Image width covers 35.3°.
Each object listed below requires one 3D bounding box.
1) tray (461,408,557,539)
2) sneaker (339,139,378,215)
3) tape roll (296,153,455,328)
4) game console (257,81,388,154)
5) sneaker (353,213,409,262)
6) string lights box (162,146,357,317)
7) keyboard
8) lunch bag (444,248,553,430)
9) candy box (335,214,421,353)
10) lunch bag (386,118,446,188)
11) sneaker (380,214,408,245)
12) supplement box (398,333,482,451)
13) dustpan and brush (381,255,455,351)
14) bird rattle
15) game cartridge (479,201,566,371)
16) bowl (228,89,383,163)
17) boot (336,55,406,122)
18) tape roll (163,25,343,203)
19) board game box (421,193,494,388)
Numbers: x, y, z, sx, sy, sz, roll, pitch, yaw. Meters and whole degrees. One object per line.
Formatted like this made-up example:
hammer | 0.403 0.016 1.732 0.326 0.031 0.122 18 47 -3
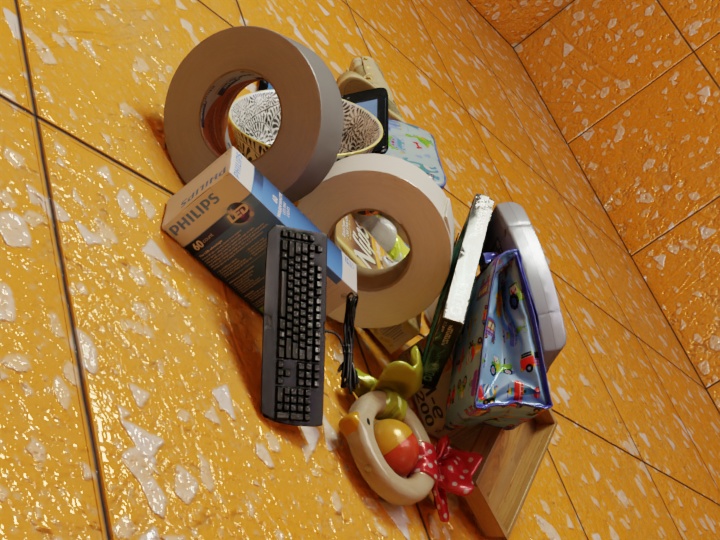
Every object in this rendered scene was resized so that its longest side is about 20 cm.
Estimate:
tray | 0.184 0.226 1.413 0.099 0.037 0.200 60 41 -26
sneaker | -0.017 -0.149 1.551 0.078 0.075 0.201 7 45 -56
tape roll | 0.014 -0.035 1.358 0.203 0.202 0.071 50 20 -12
game console | -0.052 -0.248 1.674 0.201 0.169 0.119 -88 164 -54
sneaker | 0.032 -0.023 1.598 0.200 0.076 0.105 47 3 -17
string lights box | -0.105 -0.025 1.216 0.200 0.102 0.059 44 23 -26
keyboard | -0.046 0.059 1.163 0.126 0.021 0.202 11 75 -39
lunch bag | 0.152 0.076 1.326 0.151 0.093 0.202 119 -29 -71
candy box | 0.000 0.000 1.481 0.200 0.055 0.116 49 19 -16
lunch bag | 0.041 -0.161 1.727 0.159 0.083 0.201 12 32 -10
sneaker | 0.098 -0.042 1.725 0.074 0.087 0.201 14 43 -57
supplement box | 0.148 0.174 1.506 0.200 0.073 0.127 32 28 -45
dustpan and brush | 0.108 0.046 1.474 0.200 0.057 0.140 51 25 -4
bird rattle | 0.041 0.197 1.254 0.163 0.112 0.201 -26 94 -58
game cartridge | 0.192 0.027 1.359 0.133 0.041 0.201 101 -23 -62
bowl | -0.075 -0.151 1.452 0.199 0.095 0.201 8 31 -5
boot | 0.004 -0.322 1.984 0.200 0.073 0.156 32 30 -49
tape roll | -0.121 -0.169 1.274 0.201 0.200 0.066 59 19 13
board game box | 0.114 0.023 1.357 0.028 0.136 0.201 18 50 1
